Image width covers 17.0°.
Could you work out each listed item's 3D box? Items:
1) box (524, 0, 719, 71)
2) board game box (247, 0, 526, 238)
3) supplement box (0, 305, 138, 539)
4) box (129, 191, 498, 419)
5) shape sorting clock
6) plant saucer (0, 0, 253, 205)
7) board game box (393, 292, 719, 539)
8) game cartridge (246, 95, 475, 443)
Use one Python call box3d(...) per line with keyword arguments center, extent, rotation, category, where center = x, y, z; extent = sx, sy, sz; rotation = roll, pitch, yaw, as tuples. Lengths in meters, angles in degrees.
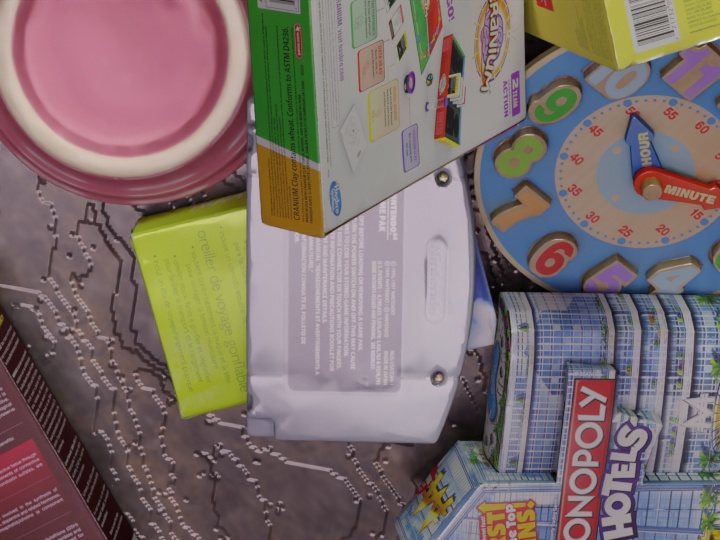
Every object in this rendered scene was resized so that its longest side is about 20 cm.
box3d(center=(0.133, -0.152, 1.292), extent=(0.075, 0.200, 0.050), rotation=(-17, 107, -8), category="box")
box3d(center=(0.018, -0.122, 1.250), extent=(0.040, 0.200, 0.154), rotation=(12, 116, 33), category="board game box")
box3d(center=(-0.230, 0.118, 1.471), extent=(0.108, 0.061, 0.201), rotation=(-26, 105, 9), category="supplement box")
box3d(center=(-0.025, 0.006, 1.432), extent=(0.198, 0.048, 0.123), rotation=(-13, 107, 6), category="box")
box3d(center=(0.164, -0.055, 1.380), extent=(0.198, 0.039, 0.201), rotation=(-1, 124, -1), category="shape sorting clock")
box3d(center=(-0.136, -0.132, 1.395), extent=(0.199, 0.051, 0.202), rotation=(1, 107, 3), category="plant saucer")
box3d(center=(0.125, 0.116, 1.423), extent=(0.198, 0.062, 0.202), rotation=(0, 112, -11), category="board game box")
box3d(center=(0.000, 0.000, 1.386), extent=(0.132, 0.041, 0.202), rotation=(3, 105, 5), category="game cartridge")
